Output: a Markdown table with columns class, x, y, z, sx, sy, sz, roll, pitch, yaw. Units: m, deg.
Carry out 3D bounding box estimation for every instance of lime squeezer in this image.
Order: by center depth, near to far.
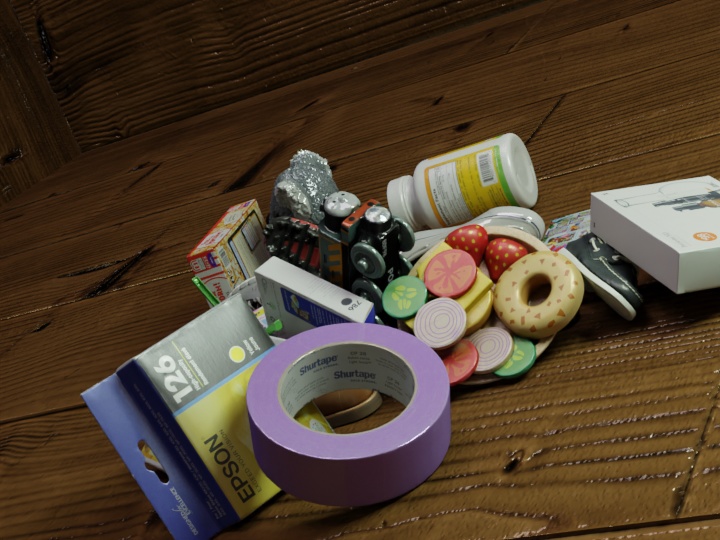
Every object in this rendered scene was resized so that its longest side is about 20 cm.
| class | x | y | z | sx | sy | sz | roll | pitch | yaw |
| --- | --- | --- | --- | --- | --- | --- | --- | --- | --- |
| lime squeezer | -0.141 | 0.064 | 1.673 | 0.038 | 0.071 | 0.200 | -47 | 36 | -13 |

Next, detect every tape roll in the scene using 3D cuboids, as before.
| class | x | y | z | sx | sy | sz | roll | pitch | yaw |
| --- | --- | --- | --- | --- | --- | --- | --- | --- | --- |
| tape roll | -0.011 | 0.138 | 1.395 | 0.199 | 0.066 | 0.200 | -2 | 37 | 2 |

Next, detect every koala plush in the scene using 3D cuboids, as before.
| class | x | y | z | sx | sy | sz | roll | pitch | yaw |
| --- | --- | --- | --- | --- | --- | --- | --- | --- | --- |
| koala plush | -0.058 | -0.063 | 1.985 | 0.183 | 0.201 | 0.177 | -17 | 17 | 20 |

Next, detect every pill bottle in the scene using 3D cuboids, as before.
| class | x | y | z | sx | sy | sz | roll | pitch | yaw |
| --- | --- | --- | --- | --- | --- | --- | --- | --- | --- |
| pill bottle | 0.144 | -0.118 | 2.041 | 0.199 | 0.111 | 0.111 | -16 | 18 | 24 |

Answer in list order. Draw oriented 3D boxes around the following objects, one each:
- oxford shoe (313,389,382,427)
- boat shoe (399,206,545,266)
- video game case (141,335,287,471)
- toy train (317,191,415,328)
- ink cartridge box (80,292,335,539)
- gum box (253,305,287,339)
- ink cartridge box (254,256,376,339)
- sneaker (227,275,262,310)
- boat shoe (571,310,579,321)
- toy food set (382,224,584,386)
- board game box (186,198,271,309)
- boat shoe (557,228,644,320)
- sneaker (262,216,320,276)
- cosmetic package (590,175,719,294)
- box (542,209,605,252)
| class | x | y | z | sx | sy | sz | roll | pitch | yaw |
| --- | --- | --- | --- | --- | --- | --- | --- | --- | --- |
| oxford shoe | -0.080 | 0.151 | 1.585 | 0.199 | 0.071 | 0.071 | -23 | 18 | 7 |
| boat shoe | 0.133 | -0.025 | 1.765 | 0.199 | 0.072 | 0.066 | -9 | 34 | 26 |
| video game case | -0.161 | 0.152 | 1.593 | 0.200 | 0.023 | 0.182 | 8 | 68 | 56 |
| toy train | 0.000 | 0.000 | 1.623 | 0.114 | 0.200 | 0.085 | 26 | 50 | 28 |
| ink cartridge box | -0.149 | 0.153 | 1.448 | 0.200 | 0.198 | 0.047 | -34 | 0 | -35 |
| gum box | -0.104 | 0.100 | 1.728 | 0.200 | 0.066 | 0.113 | -30 | 35 | -21 |
| ink cartridge box | -0.033 | 0.062 | 1.616 | 0.200 | 0.100 | 0.039 | 27 | 52 | 35 |
| sneaker | -0.118 | 0.041 | 1.851 | 0.200 | 0.075 | 0.116 | -37 | 9 | 15 |
| boat shoe | 0.146 | 0.038 | 1.615 | 0.202 | 0.075 | 0.075 | -15 | 18 | 26 |
| toy food set | 0.129 | 0.036 | 1.538 | 0.198 | 0.049 | 0.200 | -46 | 56 | -6 |
| board game box | -0.166 | 0.004 | 2.011 | 0.046 | 0.152 | 0.200 | -17 | 17 | 20 |
| boat shoe | 0.271 | -0.003 | 1.556 | 0.060 | 0.076 | 0.200 | -41 | 21 | 2 |
| sneaker | -0.025 | -0.013 | 1.765 | 0.200 | 0.071 | 0.098 | 23 | 14 | 12 |
| cosmetic package | 0.355 | -0.042 | 1.504 | 0.150 | 0.052 | 0.200 | -11 | 23 | -15 |
| box | 0.316 | -0.045 | 1.709 | 0.199 | 0.039 | 0.137 | -15 | 18 | 25 |
